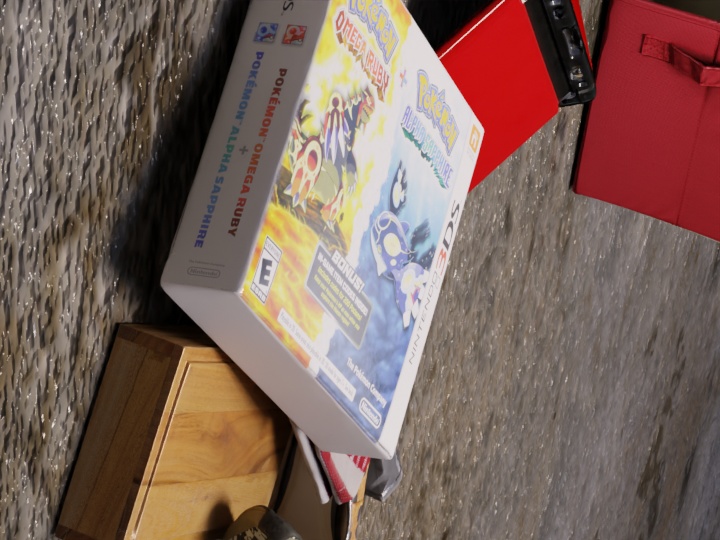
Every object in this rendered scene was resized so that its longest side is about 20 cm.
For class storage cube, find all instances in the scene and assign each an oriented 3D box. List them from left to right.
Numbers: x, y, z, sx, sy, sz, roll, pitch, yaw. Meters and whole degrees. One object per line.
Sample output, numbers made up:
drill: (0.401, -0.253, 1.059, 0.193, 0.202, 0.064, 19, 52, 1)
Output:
storage cube: (0.272, -0.142, 1.899, 0.200, 0.170, 0.180, -53, 157, -50)

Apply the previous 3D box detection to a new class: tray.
tray: (-0.077, 0.078, 1.212, 0.200, 0.037, 0.099, 6, 102, -75)

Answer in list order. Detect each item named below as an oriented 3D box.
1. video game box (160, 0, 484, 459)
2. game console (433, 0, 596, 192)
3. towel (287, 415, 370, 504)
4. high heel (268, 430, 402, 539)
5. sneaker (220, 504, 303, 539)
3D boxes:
video game box: (-0.011, -0.032, 1.188, 0.200, 0.047, 0.183, 50, 49, -58)
game console: (0.064, -0.147, 1.469, 0.200, 0.118, 0.173, 56, 23, -71)
towel: (0.000, 0.000, 1.309, 0.144, 0.023, 0.201, 72, 29, -45)
high heel: (-0.036, 0.122, 1.365, 0.143, 0.071, 0.200, 79, 32, -44)
sneaker: (-0.079, 0.201, 1.242, 0.088, 0.077, 0.201, -21, 143, -49)
